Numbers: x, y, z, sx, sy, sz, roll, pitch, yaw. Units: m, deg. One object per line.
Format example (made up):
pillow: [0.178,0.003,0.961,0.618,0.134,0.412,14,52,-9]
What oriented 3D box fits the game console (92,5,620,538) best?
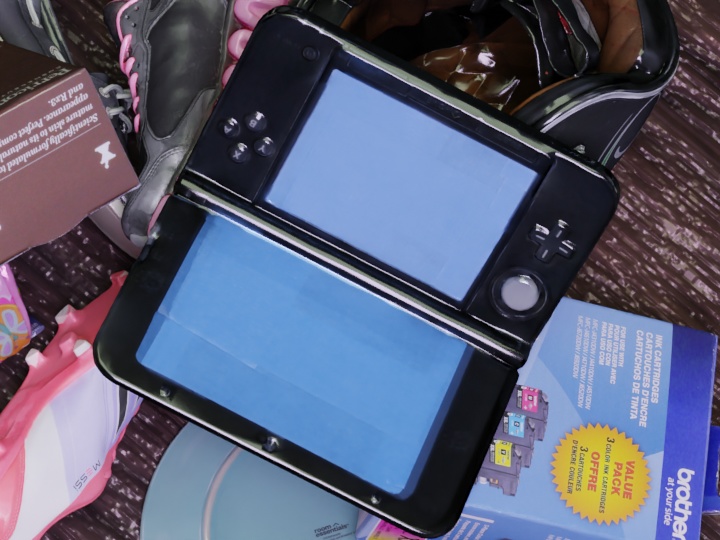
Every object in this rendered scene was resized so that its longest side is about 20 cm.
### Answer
game console: [0.000,0.000,1.228,0.200,0.176,0.116,27,31,-5]

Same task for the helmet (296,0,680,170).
helmet: [0.053,-0.101,1.345,0.200,0.191,0.200,30,40,-28]

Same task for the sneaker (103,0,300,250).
sneaker: [-0.098,-0.105,1.342,0.095,0.079,0.200,18,70,4]

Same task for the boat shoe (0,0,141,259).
boat shoe: [-0.154,-0.094,1.382,0.063,0.073,0.200,-33,73,-15]

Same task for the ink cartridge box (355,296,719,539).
ink cartridge box: [0.108,0.090,1.326,0.200,0.076,0.137,14,62,-11]

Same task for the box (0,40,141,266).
box: [-0.203,-0.064,1.296,0.100,0.200,0.075,-31,115,-19]

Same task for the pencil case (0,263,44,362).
pencil case: [-0.268,0.046,1.313,0.200,0.087,0.087,-32,76,-17]

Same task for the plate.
plate: [-0.016,0.141,1.333,0.200,0.026,0.200,2,68,-6]

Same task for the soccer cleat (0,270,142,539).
soccer cleat: [-0.147,0.077,1.331,0.200,0.067,0.077,-50,119,-28]
